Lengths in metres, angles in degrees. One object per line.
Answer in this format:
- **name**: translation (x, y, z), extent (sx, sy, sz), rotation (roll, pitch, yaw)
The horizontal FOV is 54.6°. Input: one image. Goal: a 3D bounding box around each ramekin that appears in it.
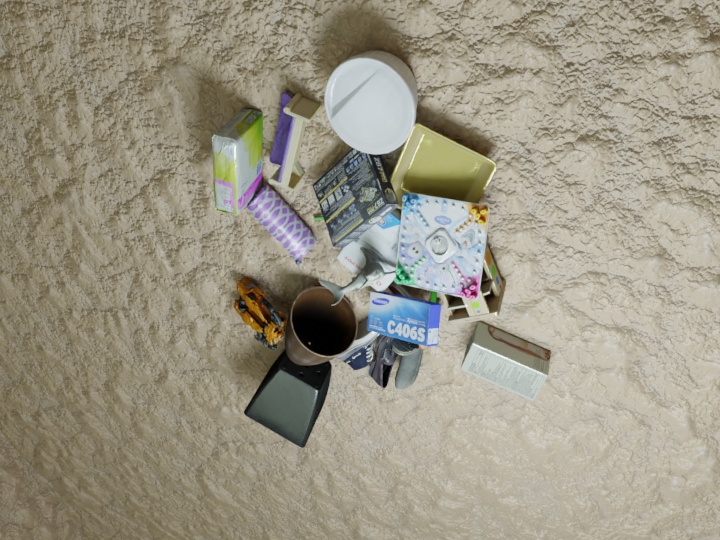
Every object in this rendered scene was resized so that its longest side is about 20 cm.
- **ramekin**: translation (0.030, -0.354, 1.437), extent (0.196, 0.095, 0.207), rotation (12, 128, 15)

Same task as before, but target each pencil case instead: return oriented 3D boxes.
- **pencil case**: translation (-0.194, -0.115, 1.718), extent (0.201, 0.084, 0.085), rotation (50, 151, -14)

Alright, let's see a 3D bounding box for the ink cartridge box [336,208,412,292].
- **ink cartridge box**: translation (0.055, -0.070, 1.638), extent (0.144, 0.084, 0.201), rotation (36, 130, -5)

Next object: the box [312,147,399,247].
- **box**: translation (-0.015, -0.170, 1.556), extent (0.199, 0.048, 0.165), rotation (-35, 67, 42)

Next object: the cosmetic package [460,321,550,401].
- **cosmetic package**: translation (0.357, 0.223, 1.719), extent (0.195, 0.088, 0.105), rotation (23, 131, 4)

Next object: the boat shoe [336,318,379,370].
- **boat shoe**: translation (0.014, 0.199, 1.867), extent (0.092, 0.076, 0.198), rotation (39, 137, -18)

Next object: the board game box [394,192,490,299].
- **board game box**: translation (0.170, -0.052, 1.504), extent (0.194, 0.026, 0.207), rotation (12, 106, 22)

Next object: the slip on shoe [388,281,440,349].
- **slip on shoe**: translation (0.118, 0.105, 1.693), extent (0.061, 0.202, 0.074), rotation (-37, 152, 5)

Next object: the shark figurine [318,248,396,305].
- **shark figurine**: translation (0.000, 0.001, 1.624), extent (0.213, 0.126, 0.092), rotation (-27, 87, 54)

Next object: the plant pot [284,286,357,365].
- **plant pot**: translation (-0.127, 0.172, 1.848), extent (0.185, 0.189, 0.200), rotation (34, 145, -5)

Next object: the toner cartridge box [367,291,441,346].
- **toner cartridge box**: translation (0.100, 0.111, 1.641), extent (0.197, 0.042, 0.098), rotation (10, 95, 47)

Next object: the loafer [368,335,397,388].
- **loafer**: translation (0.074, 0.235, 1.851), extent (0.064, 0.070, 0.203), rotation (53, 146, 30)

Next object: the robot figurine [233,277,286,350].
- **robot figurine**: translation (-0.267, 0.117, 1.878), extent (0.199, 0.058, 0.148), rotation (41, 136, 26)

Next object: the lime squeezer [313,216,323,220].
- **lime squeezer**: translation (-0.045, -0.159, 1.647), extent (0.070, 0.038, 0.201), rotation (36, 131, -5)

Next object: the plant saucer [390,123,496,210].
- **plant saucer**: translation (0.171, -0.201, 1.511), extent (0.196, 0.049, 0.203), rotation (25, 126, 1)

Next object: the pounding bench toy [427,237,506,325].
- **pounding bench toy**: translation (0.213, 0.022, 1.611), extent (0.195, 0.125, 0.159), rotation (-13, 119, 30)

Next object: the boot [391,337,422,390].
- **boot**: translation (0.116, 0.225, 1.775), extent (0.072, 0.180, 0.203), rotation (39, 130, 21)

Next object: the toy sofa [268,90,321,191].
- **toy sofa**: translation (-0.162, -0.291, 1.571), extent (0.095, 0.084, 0.203), rotation (23, 130, 4)

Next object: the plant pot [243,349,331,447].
- **plant pot**: translation (-0.186, 0.331, 1.972), extent (0.196, 0.200, 0.180), rotation (28, 119, 1)

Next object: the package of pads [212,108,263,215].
- **package of pads**: translation (-0.282, -0.248, 1.606), extent (0.066, 0.156, 0.204), rotation (15, 129, 11)
